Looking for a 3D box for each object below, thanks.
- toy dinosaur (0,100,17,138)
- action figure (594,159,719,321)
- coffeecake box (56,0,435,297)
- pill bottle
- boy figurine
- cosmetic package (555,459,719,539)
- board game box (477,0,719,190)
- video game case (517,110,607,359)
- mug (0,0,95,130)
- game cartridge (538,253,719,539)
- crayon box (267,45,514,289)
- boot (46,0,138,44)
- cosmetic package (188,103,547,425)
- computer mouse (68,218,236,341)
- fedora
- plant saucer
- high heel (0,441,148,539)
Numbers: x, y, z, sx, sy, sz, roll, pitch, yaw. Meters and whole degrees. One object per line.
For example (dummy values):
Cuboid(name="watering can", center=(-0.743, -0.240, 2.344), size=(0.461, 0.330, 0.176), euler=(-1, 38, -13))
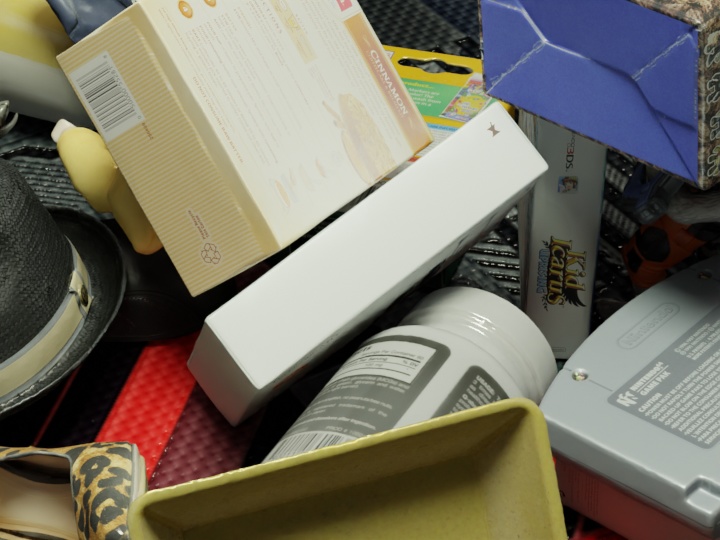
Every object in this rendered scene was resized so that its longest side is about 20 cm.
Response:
Cuboid(name="toy dinosaur", center=(-0.312, -0.048, 1.396), size=(0.199, 0.077, 0.102), euler=(-18, 12, -6))
Cuboid(name="action figure", center=(0.217, -0.069, 1.258), size=(0.104, 0.193, 0.200), euler=(34, 64, -4))
Cuboid(name="coffeecake box", center=(-0.060, -0.098, 1.239), size=(0.073, 0.154, 0.200), euler=(-27, 6, 34))
Cuboid(name="pill bottle", center=(0.022, 0.101, 1.124), size=(0.115, 0.116, 0.200), euler=(16, 40, 24))
Cuboid(name="boy figurine", center=(-0.131, -0.063, 1.316), size=(0.124, 0.065, 0.200), euler=(21, 13, -8))
Cuboid(name="cosmetic package", center=(0.225, 0.090, 1.183), size=(0.150, 0.052, 0.200), euler=(28, 46, 31))
Cuboid(name="board game box", center=(0.186, -0.150, 1.153), size=(0.200, 0.097, 0.159), euler=(-31, 42, -32))
Cuboid(name="video game case", center=(0.121, -0.079, 1.305), size=(0.045, 0.182, 0.201), euler=(1, 37, 2))
Cuboid(name="mug", center=(-0.220, -0.175, 1.477), size=(0.152, 0.187, 0.150), euler=(23, 79, 18))
Cuboid(name="game cartridge", center=(0.190, 0.058, 1.155), size=(0.133, 0.041, 0.200), euler=(29, 46, 32))
Cuboid(name="crayon box", center=(0.025, -0.072, 1.413), size=(0.125, 0.052, 0.200), euler=(10, 39, 16))
Cuboid(name="boot", center=(-0.126, -0.150, 1.395), size=(0.090, 0.200, 0.073), euler=(-40, 4, 4))
Cuboid(name="cosmetic package", center=(0.000, 0.000, 1.195), size=(0.200, 0.151, 0.052), euler=(-37, 84, -13))
Cuboid(name="computer mouse", center=(-0.176, 0.008, 1.315), size=(0.199, 0.053, 0.139), euler=(-8, 36, -7))
Cuboid(name="fedora", center=(-0.232, 0.001, 1.228), size=(0.199, 0.092, 0.201), euler=(-12, 36, 8))
Cuboid(name="plant saucer", center=(0.002, 0.174, 0.993), size=(0.199, 0.201, 0.048), euler=(-13, 7, -15))
Cuboid(name="high heel", center=(-0.180, 0.125, 1.103), size=(0.142, 0.072, 0.200), euler=(-4, 5, -11))
